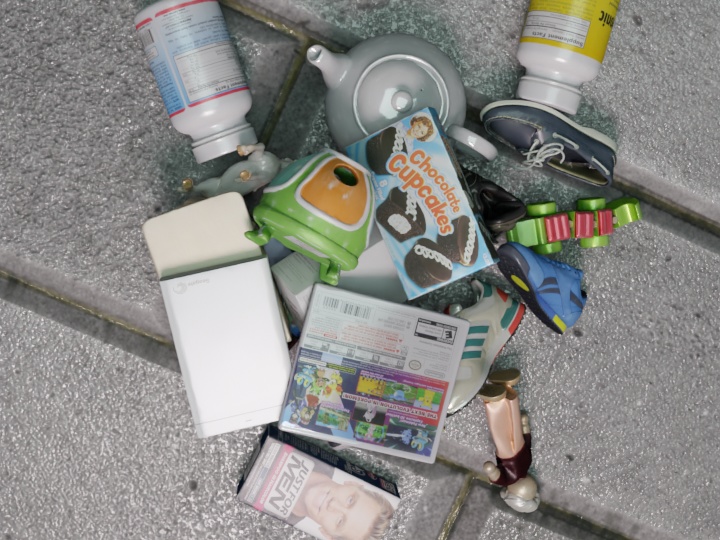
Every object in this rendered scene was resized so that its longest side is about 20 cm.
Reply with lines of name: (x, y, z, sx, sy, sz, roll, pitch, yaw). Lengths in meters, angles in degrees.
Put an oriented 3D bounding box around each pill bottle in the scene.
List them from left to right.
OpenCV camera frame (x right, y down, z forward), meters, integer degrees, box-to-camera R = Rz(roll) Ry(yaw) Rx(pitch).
pill bottle: (-0.202, -0.242, 1.360, 0.108, 0.109, 0.201, -20, 98, -2)
pill bottle: (0.264, -0.308, 1.385, 0.111, 0.111, 0.201, 15, 95, -5)

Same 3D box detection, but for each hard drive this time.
hard drive: (-0.155, 0.092, 1.305, 0.131, 0.027, 0.201, -12, 101, -3)

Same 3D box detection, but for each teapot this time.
teapot: (0.051, -0.207, 1.364, 0.199, 0.146, 0.198, -17, 97, -3)

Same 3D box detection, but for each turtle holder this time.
turtle holder: (-0.045, -0.065, 1.272, 0.141, 0.186, 0.132, 26, 84, 15)

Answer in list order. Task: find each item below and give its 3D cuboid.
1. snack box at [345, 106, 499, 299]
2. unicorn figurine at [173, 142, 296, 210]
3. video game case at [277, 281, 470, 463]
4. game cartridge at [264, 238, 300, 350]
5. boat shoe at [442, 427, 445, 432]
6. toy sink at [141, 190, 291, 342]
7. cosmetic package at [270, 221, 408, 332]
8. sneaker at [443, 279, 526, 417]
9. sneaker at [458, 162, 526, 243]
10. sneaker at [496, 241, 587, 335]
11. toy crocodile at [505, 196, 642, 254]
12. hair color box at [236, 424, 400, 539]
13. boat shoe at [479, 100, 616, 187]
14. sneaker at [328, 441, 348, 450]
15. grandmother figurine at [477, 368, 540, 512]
snack box: (0.073, -0.080, 1.288, 0.116, 0.037, 0.201, -24, 87, 20)
unicorn figurine: (-0.141, -0.116, 1.381, 0.199, 0.137, 0.074, -11, 87, 16)
video game case: (0.017, 0.125, 1.312, 0.199, 0.023, 0.183, 14, 92, -11)
game cartridge: (-0.115, 0.030, 1.435, 0.130, 0.038, 0.200, 39, 92, -3)
boat shoe: (0.010, 0.173, 1.366, 0.199, 0.073, 0.063, 25, 87, 0)
toy sink: (-0.178, 0.006, 1.357, 0.130, 0.112, 0.201, -19, 102, -1)
cosmetic package: (0.000, 0.000, 1.377, 0.200, 0.081, 0.113, -32, 131, -14)
sneaker: (0.134, 0.098, 1.418, 0.093, 0.070, 0.200, 37, 65, -2)
sneaker: (0.152, -0.049, 1.364, 0.114, 0.200, 0.076, 28, 63, 32)
sneaker: (0.240, 0.005, 1.403, 0.078, 0.066, 0.200, -48, 136, -4)
toy crocodile: (0.279, -0.060, 1.424, 0.199, 0.062, 0.068, -8, 96, -22)
hair color box: (-0.056, 0.298, 1.453, 0.199, 0.061, 0.100, 26, 94, -7)
boat shoe: (0.244, -0.161, 1.403, 0.199, 0.075, 0.062, 20, 61, -23)
sneaker: (0.013, 0.141, 1.441, 0.200, 0.078, 0.112, -41, 93, -10)
grandmother figurine: (0.202, 0.239, 1.446, 0.121, 0.060, 0.201, -34, 118, -35)
